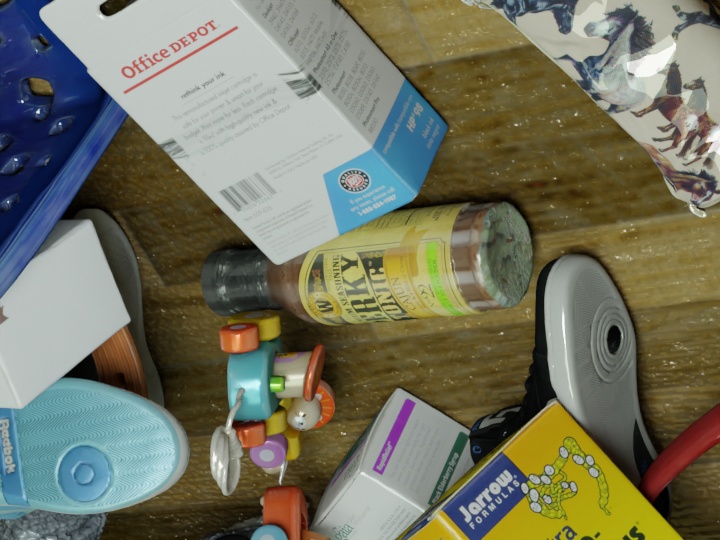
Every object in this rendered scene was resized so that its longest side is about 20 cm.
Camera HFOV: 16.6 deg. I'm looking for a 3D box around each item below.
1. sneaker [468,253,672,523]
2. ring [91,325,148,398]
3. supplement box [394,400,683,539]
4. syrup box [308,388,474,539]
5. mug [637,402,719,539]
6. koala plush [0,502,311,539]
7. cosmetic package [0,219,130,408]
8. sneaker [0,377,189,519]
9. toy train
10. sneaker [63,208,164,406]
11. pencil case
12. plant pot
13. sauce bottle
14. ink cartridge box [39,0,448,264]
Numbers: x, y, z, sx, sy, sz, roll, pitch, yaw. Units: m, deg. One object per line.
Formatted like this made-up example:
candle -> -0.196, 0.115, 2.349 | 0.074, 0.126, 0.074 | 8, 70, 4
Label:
sneaker -> 0.104, 0.078, 1.432 | 0.112, 0.073, 0.200 | 6, 126, 37
ring -> -0.204, 0.044, 1.494 | 0.200, 0.019, 0.200 | 21, 128, 28
supplement box -> 0.121, 0.193, 1.372 | 0.200, 0.110, 0.109 | 48, 149, 3
syrup box -> 0.078, 0.167, 1.520 | 0.200, 0.081, 0.079 | 32, 136, -3
mug -> 0.249, 0.131, 1.358 | 0.177, 0.133, 0.200 | -12, 130, -11
koala plush -> -0.102, 0.222, 1.557 | 0.200, 0.177, 0.184 | -20, 135, -14
cosmetic package -> -0.243, 0.023, 1.426 | 0.200, 0.101, 0.071 | 0, 119, 41
sneaker -> -0.176, 0.105, 1.436 | 0.200, 0.080, 0.131 | -2, 175, 19
toy train -> -0.042, 0.110, 1.435 | 0.056, 0.150, 0.200 | -3, 152, 7
sneaker -> -0.187, 0.038, 1.530 | 0.099, 0.071, 0.200 | 8, 137, 14
pencil case -> 0.132, -0.115, 1.227 | 0.089, 0.078, 0.200 | -40, 109, 23
plant pot -> -0.273, -0.097, 1.356 | 0.180, 0.200, 0.200 | -12, 126, 40
sauce bottle -> 0.000, 0.000, 1.411 | 0.200, 0.065, 0.065 | -7, 127, 33
ink cartridge box -> -0.062, -0.108, 1.334 | 0.116, 0.067, 0.200 | -24, 118, 40
